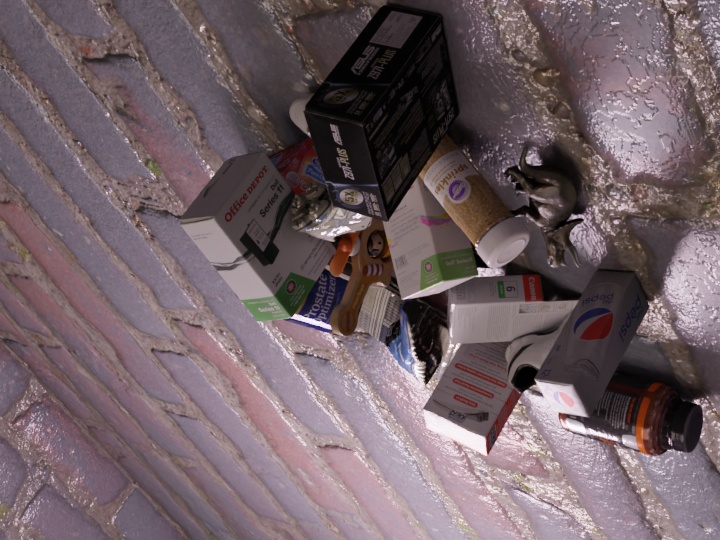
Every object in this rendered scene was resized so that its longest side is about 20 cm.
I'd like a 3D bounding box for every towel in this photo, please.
[{"bbox_3d":[0.083,0.092,1.977,0.191,0.035,0.201,33,154,11],"label":"towel"}]

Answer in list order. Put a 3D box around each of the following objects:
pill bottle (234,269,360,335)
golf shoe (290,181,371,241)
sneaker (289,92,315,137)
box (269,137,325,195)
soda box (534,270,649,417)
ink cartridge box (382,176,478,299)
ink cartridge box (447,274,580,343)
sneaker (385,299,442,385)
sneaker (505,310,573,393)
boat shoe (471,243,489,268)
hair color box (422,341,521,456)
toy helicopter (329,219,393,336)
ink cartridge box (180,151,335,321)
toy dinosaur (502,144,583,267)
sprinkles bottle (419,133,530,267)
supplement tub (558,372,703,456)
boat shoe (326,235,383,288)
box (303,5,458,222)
[{"bbox_3d":[-0.103,0.030,1.917,0.198,0.113,0.111,18,161,-30],"label":"pill bottle"},{"bbox_3d":[-0.003,-0.102,1.639,0.199,0.079,0.097,-24,140,35],"label":"golf shoe"},{"bbox_3d":[-0.034,-0.195,1.571,0.199,0.086,0.075,28,116,41],"label":"sneaker"},{"bbox_3d":[-0.117,-0.119,1.803,0.100,0.096,0.199,46,149,-17],"label":"box"},{"bbox_3d":[0.309,0.094,1.545,0.063,0.201,0.069,5,138,43],"label":"soda box"},{"bbox_3d":[0.086,-0.073,1.622,0.117,0.067,0.203,-26,76,59],"label":"ink cartridge box"},{"bbox_3d":[0.228,0.055,1.709,0.197,0.051,0.110,-3,145,0],"label":"ink cartridge box"},{"bbox_3d":[0.076,0.111,1.891,0.088,0.079,0.201,24,150,21],"label":"sneaker"},{"bbox_3d":[0.294,0.118,1.676,0.199,0.080,0.074,-32,113,32],"label":"sneaker"},{"bbox_3d":[0.142,-0.027,1.682,0.074,0.063,0.199,30,158,-33],"label":"boat shoe"},{"bbox_3d":[0.191,0.170,1.787,0.110,0.201,0.064,22,149,24],"label":"hair color box"},{"bbox_3d":[0.000,0.000,1.743,0.078,0.202,0.132,9,160,39],"label":"toy helicopter"},{"bbox_3d":[-0.145,-0.049,1.684,0.082,0.147,0.201,-6,131,44],"label":"ink cartridge box"},{"bbox_3d":[0.239,-0.099,1.491,0.101,0.077,0.201,10,138,20],"label":"toy dinosaur"},{"bbox_3d":[0.135,-0.098,1.508,0.201,0.068,0.069,54,159,24],"label":"sprinkles bottle"},{"bbox_3d":[0.398,0.210,1.719,0.198,0.107,0.107,12,144,38],"label":"supplement tub"},{"bbox_3d":[-0.039,-0.033,1.883,0.198,0.061,0.074,26,-167,19],"label":"boat shoe"},{"bbox_3d":[0.031,-0.193,1.421,0.085,0.201,0.165,17,147,27],"label":"box"}]
